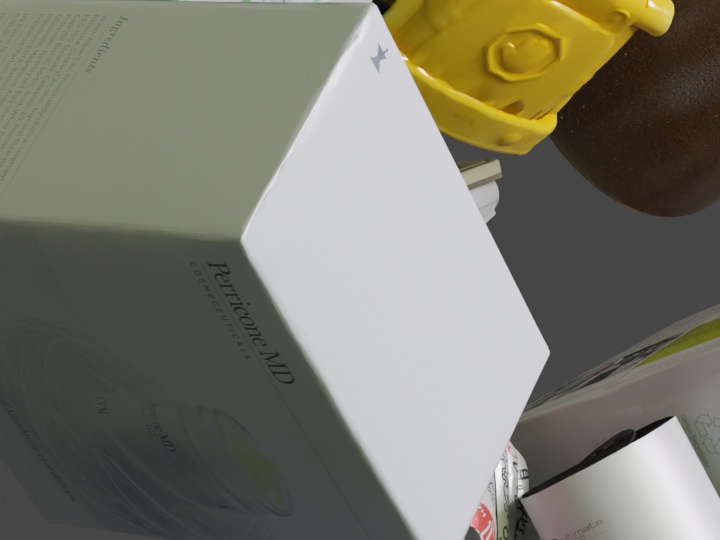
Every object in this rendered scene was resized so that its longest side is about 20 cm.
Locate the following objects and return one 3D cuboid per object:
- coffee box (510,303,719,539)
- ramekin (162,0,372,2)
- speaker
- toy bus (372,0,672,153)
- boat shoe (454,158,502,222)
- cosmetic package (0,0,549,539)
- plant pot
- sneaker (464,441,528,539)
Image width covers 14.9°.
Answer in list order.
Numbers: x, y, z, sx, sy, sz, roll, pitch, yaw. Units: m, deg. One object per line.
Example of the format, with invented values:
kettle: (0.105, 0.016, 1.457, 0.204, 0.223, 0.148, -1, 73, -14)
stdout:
coffee box: (0.213, 0.113, 1.321, 0.197, 0.200, 0.200, -26, 90, -46)
ramekin: (-0.071, -0.145, 1.188, 0.200, 0.097, 0.201, -28, 122, -58)
speaker: (0.149, 0.166, 1.207, 0.081, 0.081, 0.201, -25, 86, -46)
toy bus: (0.084, -0.189, 1.335, 0.135, 0.192, 0.201, 22, 50, -32)
boat shoe: (0.000, 0.000, 1.278, 0.200, 0.075, 0.069, -26, 105, -46)
cosmetic package: (-0.062, 0.005, 1.066, 0.123, 0.199, 0.200, -63, 141, -33)
plant pot: (0.209, -0.149, 1.440, 0.186, 0.200, 0.188, 19, 59, -36)
sneaker: (0.025, 0.050, 1.215, 0.108, 0.067, 0.202, 5, 75, -72)
